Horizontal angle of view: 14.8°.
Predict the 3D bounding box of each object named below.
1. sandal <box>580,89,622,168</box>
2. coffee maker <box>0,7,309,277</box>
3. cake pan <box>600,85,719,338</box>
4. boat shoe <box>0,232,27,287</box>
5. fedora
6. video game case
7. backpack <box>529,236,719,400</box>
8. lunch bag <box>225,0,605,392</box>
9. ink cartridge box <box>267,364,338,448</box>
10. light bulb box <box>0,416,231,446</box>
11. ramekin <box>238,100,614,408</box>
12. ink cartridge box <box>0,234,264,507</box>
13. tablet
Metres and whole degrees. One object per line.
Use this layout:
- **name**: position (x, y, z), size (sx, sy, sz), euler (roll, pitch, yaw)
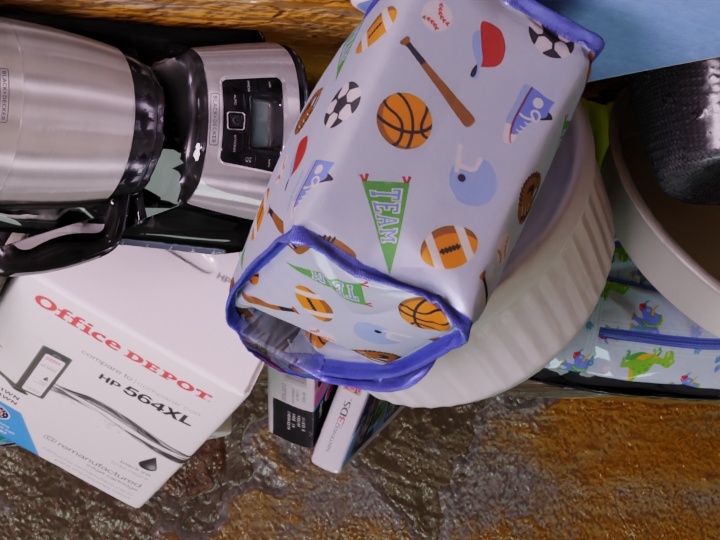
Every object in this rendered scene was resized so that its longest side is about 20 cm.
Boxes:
- **sandal**: position (0.122, -0.074, 1.623), size (0.199, 0.080, 0.087), euler (4, 176, -20)
- **coffee maker**: position (-0.150, -0.080, 1.443), size (0.199, 0.135, 0.192), euler (5, -164, -30)
- **cake pan**: position (0.213, -0.025, 1.532), size (0.199, 0.201, 0.037), euler (5, 136, -37)
- **boat shoe**: position (-0.213, -0.032, 1.534), size (0.063, 0.201, 0.073), euler (28, 140, -7)
- **fedora**: position (0.202, -0.083, 1.457), size (0.199, 0.092, 0.201), euler (0, 173, 0)
- **video game case**: position (0.034, 0.015, 1.685), size (0.023, 0.183, 0.200), euler (23, -164, 9)
- **backpack**: position (0.171, 0.015, 1.665), size (0.199, 0.154, 0.163), euler (21, -175, -13)
- **lunch bag**: position (0.017, -0.039, 1.341), size (0.123, 0.171, 0.200), euler (30, 160, -10)
- **ink cartridge box**: position (0.000, 0.000, 1.643), size (0.037, 0.201, 0.095), euler (20, 150, 11)
- **light bulb box**: position (-0.200, 0.016, 1.823), size (0.199, 0.199, 0.125), euler (2, 171, -26)
- **ramekin**: position (0.044, -0.018, 1.478), size (0.201, 0.203, 0.094), euler (-4, 143, 30)
- **ink cartridge box**: position (-0.143, 0.041, 1.594), size (0.146, 0.085, 0.200), euler (30, 149, -8)
- **tablet**: position (0.104, -0.126, 1.340), size (0.130, 0.014, 0.199), euler (25, 157, -40)
